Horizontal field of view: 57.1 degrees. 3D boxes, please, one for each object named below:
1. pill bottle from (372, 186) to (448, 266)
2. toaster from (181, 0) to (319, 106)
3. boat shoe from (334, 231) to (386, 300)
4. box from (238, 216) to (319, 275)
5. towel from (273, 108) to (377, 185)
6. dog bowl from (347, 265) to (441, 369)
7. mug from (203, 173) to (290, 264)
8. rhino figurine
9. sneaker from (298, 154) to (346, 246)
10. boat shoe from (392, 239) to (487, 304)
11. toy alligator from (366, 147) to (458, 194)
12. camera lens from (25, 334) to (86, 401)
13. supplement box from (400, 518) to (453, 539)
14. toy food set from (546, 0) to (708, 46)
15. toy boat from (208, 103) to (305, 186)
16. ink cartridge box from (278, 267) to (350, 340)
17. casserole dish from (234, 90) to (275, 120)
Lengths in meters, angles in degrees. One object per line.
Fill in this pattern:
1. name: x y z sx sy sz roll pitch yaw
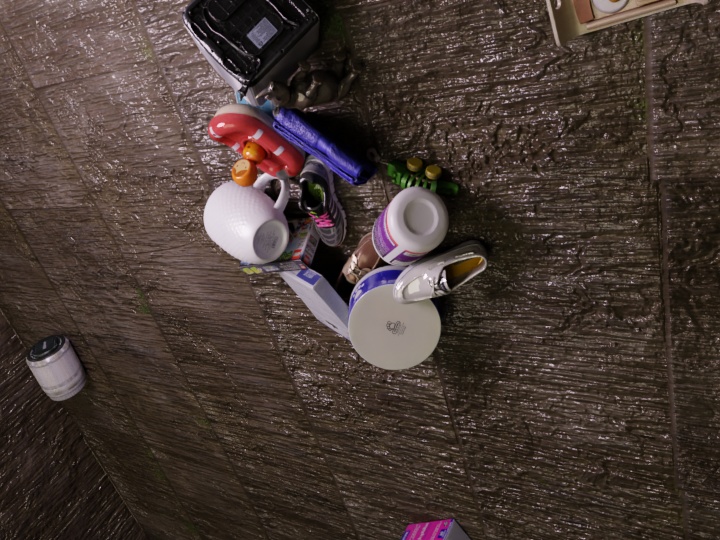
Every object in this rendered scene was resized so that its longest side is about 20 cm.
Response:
1. pill bottle: 0.084 -0.074 1.214 0.112 0.113 0.200 43 166 -2
2. toaster: -0.187 -0.402 1.124 0.181 0.200 0.119 44 175 5
3. boat shoe: 0.000 0.000 1.400 0.075 0.072 0.202 36 137 6
4. box: -0.176 -0.052 1.458 0.196 0.113 0.035 -6 146 38
5. towel: -0.065 -0.227 1.221 0.198 0.147 0.050 38 102 6
6. dog bowl: 0.070 0.098 1.360 0.193 0.079 0.206 1 115 3
7. mug: -0.218 -0.116 1.399 0.146 0.203 0.174 32 180 -44
8. rhino figurine: -0.093 -0.315 1.142 0.061 0.196 0.088 60 151 13
9. sneaker: -0.083 -0.128 1.343 0.071 0.088 0.205 3 125 23
10. boat shoe: 0.149 0.014 1.237 0.195 0.070 0.072 -25 112 11
11. toy alligator: 0.085 -0.172 1.215 0.196 0.054 0.061 25 134 18
12. camera lens: -1.120 0.354 2.437 0.156 0.160 0.205 8 127 31
13. supplement box: 0.204 0.775 1.842 0.104 0.102 0.198 49 136 -8
14. toy food set: 0.335 -0.389 0.856 0.196 0.061 0.147 -3 121 38
15. toy boat: -0.212 -0.226 1.291 0.198 0.134 0.129 34 157 -29
16. ink cartridge box: -0.090 0.063 1.472 0.198 0.041 0.201 26 157 52
17. casserole dish: -0.202 -0.361 1.289 0.118 0.039 0.205 16 132 26
